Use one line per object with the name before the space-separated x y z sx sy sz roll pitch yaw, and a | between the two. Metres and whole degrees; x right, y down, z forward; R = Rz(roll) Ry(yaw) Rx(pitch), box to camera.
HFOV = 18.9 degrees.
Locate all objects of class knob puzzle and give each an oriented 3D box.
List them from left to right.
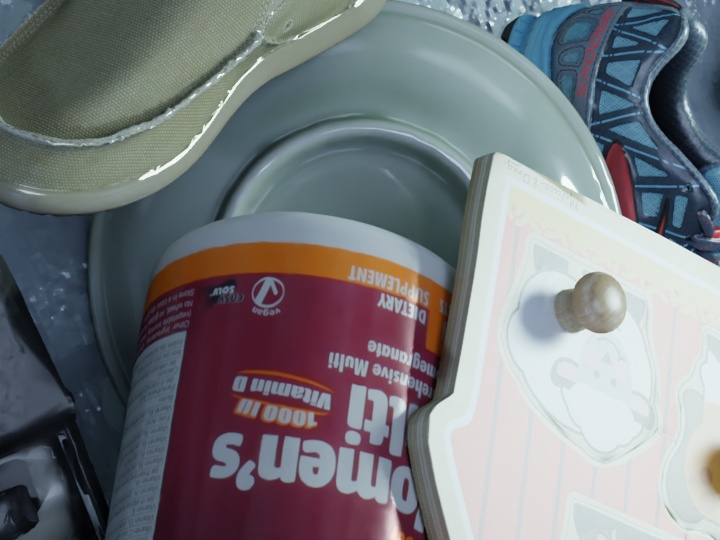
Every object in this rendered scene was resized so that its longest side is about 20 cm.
knob puzzle | 0.097 0.081 0.684 0.219 0.030 0.220 14 68 -39

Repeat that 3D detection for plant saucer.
plant saucer | 0.000 0.000 0.781 0.200 0.050 0.201 0 91 -3

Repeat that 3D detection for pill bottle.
pill bottle | -0.026 0.092 0.666 0.109 0.110 0.200 18 61 -22

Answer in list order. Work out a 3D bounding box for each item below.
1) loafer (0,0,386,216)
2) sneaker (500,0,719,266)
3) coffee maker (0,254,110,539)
loafer | -0.062 -0.089 0.726 0.200 0.076 0.068 -42 149 -39
sneaker | 0.116 -0.009 0.832 0.079 0.095 0.200 -24 99 -65
coffee maker | -0.206 0.060 0.696 0.200 0.135 0.192 -23 72 -24
